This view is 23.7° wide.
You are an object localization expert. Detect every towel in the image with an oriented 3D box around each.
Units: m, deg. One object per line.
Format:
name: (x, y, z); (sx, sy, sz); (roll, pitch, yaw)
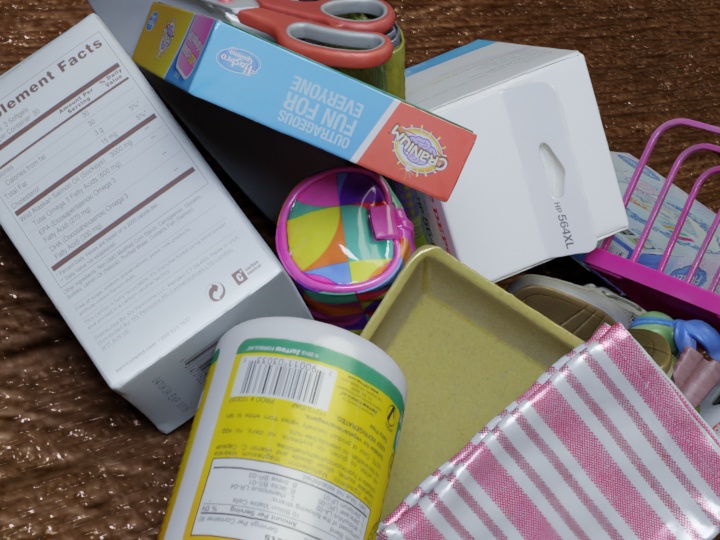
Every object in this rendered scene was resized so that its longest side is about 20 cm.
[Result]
towel: (0.121, 0.145, 1.013); (0.146, 0.200, 0.030); (49, 0, -12)
towel: (0.002, -0.112, 1.136); (0.023, 0.200, 0.144); (-24, 45, -15)

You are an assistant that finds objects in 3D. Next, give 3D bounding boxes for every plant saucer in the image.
plant saucer: (0.062, 0.113, 1.038); (0.200, 0.200, 0.048); (32, 3, -11)

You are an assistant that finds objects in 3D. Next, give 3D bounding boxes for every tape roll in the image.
tape roll: (-0.095, -0.126, 1.153); (0.200, 0.066, 0.200); (51, 1, -2)

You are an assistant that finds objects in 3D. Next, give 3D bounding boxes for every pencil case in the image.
pencil case: (0.000, 0.000, 1.085); (0.088, 0.088, 0.200); (50, -3, 15)

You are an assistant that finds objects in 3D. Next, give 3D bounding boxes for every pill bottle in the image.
pill bottle: (-0.047, 0.136, 0.903); (0.113, 0.113, 0.200); (26, 59, -20)

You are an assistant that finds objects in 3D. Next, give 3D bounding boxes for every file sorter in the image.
file sorter: (0.280, -0.008, 1.227); (0.139, 0.126, 0.200); (23, -5, 36)

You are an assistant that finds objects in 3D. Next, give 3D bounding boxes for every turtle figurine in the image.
turtle figurine: (0.169, 0.135, 1.192); (0.144, 0.200, 0.194); (42, 45, -53)

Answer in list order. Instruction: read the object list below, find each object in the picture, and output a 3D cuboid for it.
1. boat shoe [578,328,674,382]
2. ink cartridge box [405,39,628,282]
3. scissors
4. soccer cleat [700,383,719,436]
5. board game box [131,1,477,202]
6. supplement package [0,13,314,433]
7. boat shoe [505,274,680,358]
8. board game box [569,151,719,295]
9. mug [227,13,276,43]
boat shoe: (0.107, 0.090, 1.115); (0.073, 0.199, 0.065); (-69, 145, -54)
ink cartridge box: (0.085, -0.076, 1.187); (0.200, 0.125, 0.129); (-152, -138, -70)
scissors: (-0.073, -0.156, 1.027); (0.199, 0.014, 0.073); (12, 41, 11)
soccer cleat: (0.301, 0.105, 1.343); (0.069, 0.085, 0.200); (50, 36, 11)
board game box: (-0.039, -0.098, 0.961); (0.153, 0.040, 0.200); (22, 4, -18)
supplement package: (-0.135, -0.026, 1.003); (0.200, 0.117, 0.117); (53, -3, 20)
boat shoe: (0.178, 0.045, 1.314); (0.200, 0.071, 0.069); (28, 34, -34)
board game box: (0.219, -0.043, 1.420); (0.199, 0.043, 0.200); (2, 29, -42)
mug: (-0.090, -0.245, 1.311); (0.199, 0.148, 0.175); (-2, 20, 9)
